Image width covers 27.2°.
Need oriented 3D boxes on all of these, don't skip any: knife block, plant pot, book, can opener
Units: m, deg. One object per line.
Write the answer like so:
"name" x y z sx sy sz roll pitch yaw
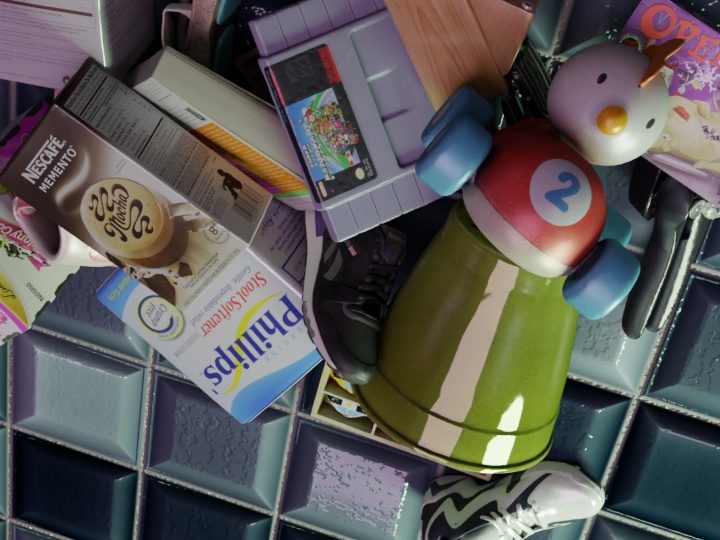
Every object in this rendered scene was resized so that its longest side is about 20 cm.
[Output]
"knife block" 0.077 -0.179 1.251 0.199 0.064 0.176 25 129 0
"plant pot" 0.112 0.043 1.340 0.200 0.200 0.193 21 117 4
"book" -0.113 -0.118 1.311 0.200 0.048 0.134 30 165 -20
"can opener" 0.272 -0.024 1.306 0.063 0.079 0.201 -14 129 -23

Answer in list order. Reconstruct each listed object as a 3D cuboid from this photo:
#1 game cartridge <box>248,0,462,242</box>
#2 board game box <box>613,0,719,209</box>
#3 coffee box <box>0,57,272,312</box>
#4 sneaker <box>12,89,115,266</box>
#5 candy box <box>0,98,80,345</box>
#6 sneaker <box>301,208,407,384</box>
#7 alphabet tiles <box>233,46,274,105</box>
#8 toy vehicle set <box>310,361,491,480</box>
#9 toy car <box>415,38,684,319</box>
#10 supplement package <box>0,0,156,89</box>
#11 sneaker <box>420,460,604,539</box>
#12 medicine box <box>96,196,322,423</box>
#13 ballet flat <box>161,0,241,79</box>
"game cartridge" -0.003 -0.138 1.255 0.201 0.129 0.038 68 164 -13
"board game box" 0.285 -0.126 1.202 0.200 0.032 0.120 34 111 6
"coffee box" -0.193 -0.071 1.279 0.200 0.080 0.113 36 129 -13
"sneaker" -0.268 -0.099 1.363 0.075 0.104 0.201 -10 89 44
"candy box" -0.319 -0.048 1.401 0.136 0.200 0.061 47 138 -17
"sneaker" 0.000 0.000 1.325 0.087 0.201 0.076 -29 143 32
"alphabet tiles" -0.019 -0.136 1.357 0.167 0.008 0.200 -26 114 33
"toy vehicle set" 0.057 0.131 1.515 0.199 0.027 0.125 19 129 5
"toy car" 0.175 -0.105 1.149 0.184 0.177 0.200 39 109 -8
"supplement package" -0.253 -0.269 1.270 0.117 0.117 0.201 11 128 12
"sneaker" 0.146 0.267 1.517 0.198 0.130 0.080 -3 125 22
"medicine box" -0.119 0.016 1.438 0.200 0.103 0.182 42 128 -7
"ballet flat" -0.138 -0.228 1.293 0.067 0.068 0.200 24 129 6
